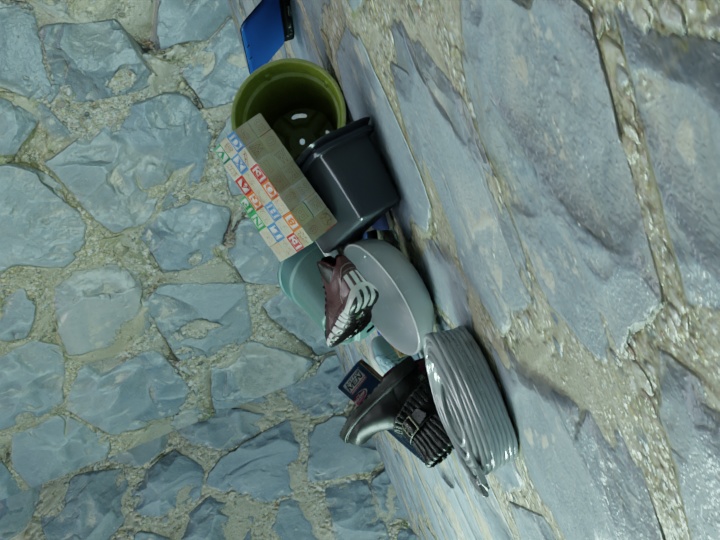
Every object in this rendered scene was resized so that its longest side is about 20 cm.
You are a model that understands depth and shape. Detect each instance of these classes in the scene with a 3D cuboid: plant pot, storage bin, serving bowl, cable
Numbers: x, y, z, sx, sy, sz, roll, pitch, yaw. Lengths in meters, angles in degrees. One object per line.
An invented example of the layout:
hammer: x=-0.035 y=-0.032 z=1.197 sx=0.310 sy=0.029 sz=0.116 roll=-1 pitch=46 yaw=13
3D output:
plant pot: x=-0.115 y=-0.250 z=1.818 sx=0.184 sy=0.198 sz=0.203 roll=53 pitch=-164 yaw=-82
storage bin: x=-0.024 y=-0.125 z=1.588 sx=0.136 sy=0.144 sz=0.200 roll=59 pitch=148 yaw=4
serving bowl: x=0.056 y=0.031 z=1.616 sx=0.201 sy=0.065 sz=0.201 roll=50 pitch=160 yaw=26
plant pot: x=-0.051 y=0.041 z=2.179 sx=0.197 sy=0.198 sz=0.202 roll=52 pitch=163 yaw=46
cable: x=0.145 y=0.173 z=1.377 sx=0.200 sy=0.068 sz=0.203 roll=-120 pitch=13 yaw=-62

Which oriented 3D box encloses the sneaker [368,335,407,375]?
sneaker: x=0.089 y=0.185 z=1.873 sx=0.200 sy=0.073 sz=0.082 roll=50 pitch=150 yaw=23

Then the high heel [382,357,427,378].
high heel: x=0.112 y=0.237 z=1.725 sx=0.068 sy=0.095 sz=0.201 roll=77 pitch=171 yaw=-50

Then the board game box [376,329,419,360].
board game box: x=0.087 y=0.187 z=2.042 sx=0.200 sy=0.041 sz=0.202 roll=168 pitch=83 yaw=-84

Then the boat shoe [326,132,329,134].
boat shoe: x=-0.037 y=-0.162 z=1.945 sx=0.067 sy=0.056 sz=0.203 roll=-145 pitch=35 yaw=-76

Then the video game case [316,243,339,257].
video game case: x=-0.096 y=-0.092 z=1.872 sx=0.183 sy=0.023 sz=0.200 roll=56 pitch=177 yaw=-9

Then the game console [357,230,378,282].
game console: x=0.000 y=0.000 z=1.797 sx=0.200 sy=0.030 sz=0.180 roll=-98 pitch=17 yaw=-71

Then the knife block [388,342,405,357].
knife block: x=0.064 y=0.088 z=1.829 sx=0.176 sy=0.063 sz=0.202 roll=80 pitch=168 yaw=-61

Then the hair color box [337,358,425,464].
hair color box: x=0.055 y=0.242 z=1.779 sx=0.199 sy=0.061 sz=0.100 roll=40 pitch=-179 yaw=4

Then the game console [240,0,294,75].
game console: x=-0.196 y=-0.506 z=1.979 sx=0.200 sy=0.117 sz=0.173 roll=91 pitch=157 yaw=-72

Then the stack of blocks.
stack of blocks: x=-0.136 y=-0.124 z=1.558 sx=0.201 sy=0.058 sz=0.115 roll=55 pitch=148 yaw=-7

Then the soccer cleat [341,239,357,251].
soccer cleat: x=-0.035 y=-0.104 z=1.883 sx=0.077 sy=0.069 sz=0.201 roll=32 pitch=157 yaw=40

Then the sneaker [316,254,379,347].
sneaker: x=-0.033 y=0.037 z=1.660 sx=0.116 sy=0.075 sz=0.201 roll=58 pitch=152 yaw=17

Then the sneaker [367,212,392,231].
sneaker: x=-0.029 y=-0.123 z=1.740 sx=0.200 sy=0.114 sz=0.081 roll=-117 pitch=10 yaw=-49

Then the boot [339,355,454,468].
boot: x=0.069 y=0.258 z=1.652 sx=0.158 sy=0.079 sz=0.212 roll=48 pitch=125 yaw=11

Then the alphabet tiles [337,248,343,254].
alphabet tiles: x=-0.061 y=-0.064 z=1.947 sx=0.168 sy=0.007 sz=0.200 roll=57 pitch=176 yaw=20
